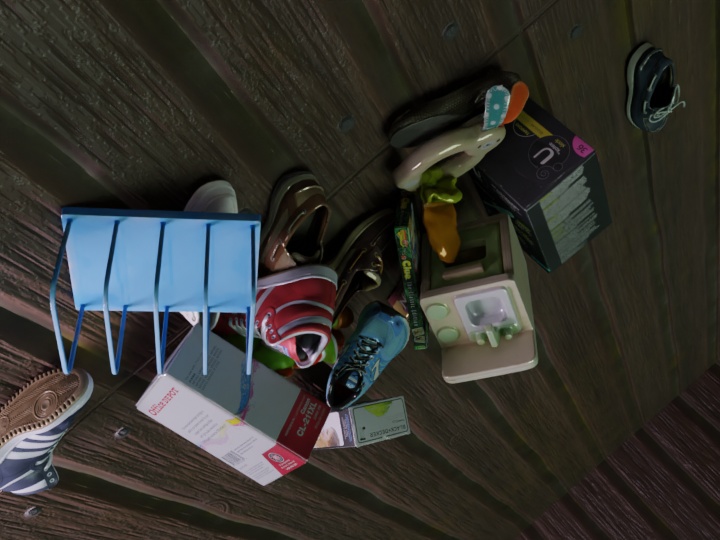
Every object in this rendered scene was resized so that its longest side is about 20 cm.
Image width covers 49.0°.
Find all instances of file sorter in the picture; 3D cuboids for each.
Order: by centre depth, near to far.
[{"bbox_3d":[-0.205,0.029,0.817,0.199,0.123,0.139,1,134,-10],"label":"file sorter"}]

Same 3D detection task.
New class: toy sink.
[{"bbox_3d":[0.156,0.032,1.066,0.130,0.200,0.112,-14,130,19],"label":"toy sink"}]

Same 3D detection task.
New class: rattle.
[{"bbox_3d":[0.148,-0.125,1.000,0.200,0.143,0.130,-28,149,24],"label":"rattle"}]

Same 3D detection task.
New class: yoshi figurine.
[{"bbox_3d":[-0.110,0.094,1.098,0.112,0.113,0.200,-16,-175,43],"label":"yoshi figurine"}]

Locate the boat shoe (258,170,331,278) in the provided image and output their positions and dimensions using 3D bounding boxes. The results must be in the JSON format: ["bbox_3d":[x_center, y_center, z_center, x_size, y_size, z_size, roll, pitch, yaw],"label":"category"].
[{"bbox_3d":[-0.086,-0.025,0.982,0.076,0.072,0.200,-14,138,-33],"label":"boat shoe"}]

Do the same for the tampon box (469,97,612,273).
[{"bbox_3d":[0.257,-0.120,1.138,0.126,0.150,0.200,-40,146,0],"label":"tampon box"}]

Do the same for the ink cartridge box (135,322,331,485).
[{"bbox_3d":[-0.160,0.170,0.981,0.146,0.200,0.083,-41,-162,53],"label":"ink cartridge box"}]

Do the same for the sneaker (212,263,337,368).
[{"bbox_3d":[-0.118,0.071,0.963,0.199,0.113,0.071,-20,141,26],"label":"sneaker"}]

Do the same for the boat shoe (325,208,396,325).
[{"bbox_3d":[0.000,0.000,1.063,0.200,0.072,0.072,-45,156,-25],"label":"boat shoe"}]

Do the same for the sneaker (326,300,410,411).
[{"bbox_3d":[0.006,0.130,1.109,0.200,0.078,0.090,-65,175,37],"label":"sneaker"}]

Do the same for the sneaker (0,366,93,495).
[{"bbox_3d":[-0.377,0.197,0.946,0.200,0.070,0.109,-36,141,5],"label":"sneaker"}]

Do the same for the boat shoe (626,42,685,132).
[{"bbox_3d":[0.469,-0.277,1.248,0.075,0.062,0.200,-40,146,-5],"label":"boat shoe"}]

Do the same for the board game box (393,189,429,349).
[{"bbox_3d":[0.074,-0.001,1.097,0.023,0.105,0.201,-6,123,9],"label":"board game box"}]

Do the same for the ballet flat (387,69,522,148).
[{"bbox_3d":[0.119,-0.211,1.007,0.199,0.046,0.067,-25,165,-12],"label":"ballet flat"}]

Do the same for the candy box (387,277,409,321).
[{"bbox_3d":[0.151,0.020,1.278,0.200,0.056,0.117,1,128,-43],"label":"candy box"}]

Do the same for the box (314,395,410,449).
[{"bbox_3d":[-0.032,0.244,1.247,0.116,0.060,0.200,-3,170,-41],"label":"box"}]

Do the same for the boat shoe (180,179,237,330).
[{"bbox_3d":[-0.170,-0.011,0.919,0.071,0.069,0.200,-14,138,-33],"label":"boat shoe"}]
